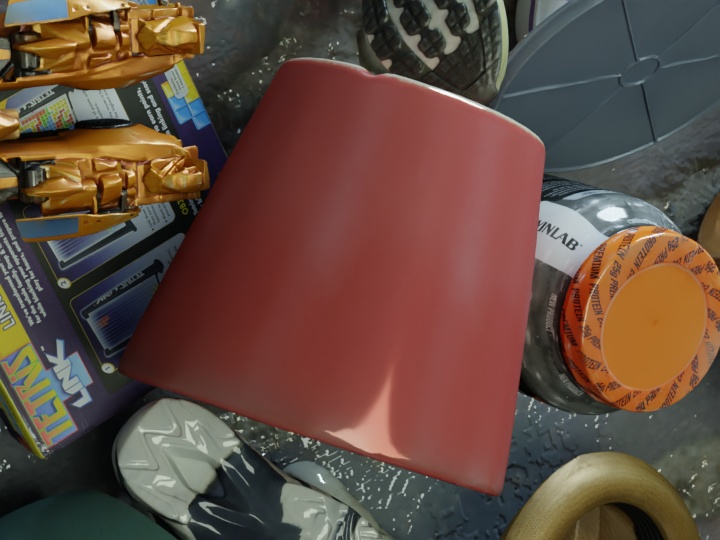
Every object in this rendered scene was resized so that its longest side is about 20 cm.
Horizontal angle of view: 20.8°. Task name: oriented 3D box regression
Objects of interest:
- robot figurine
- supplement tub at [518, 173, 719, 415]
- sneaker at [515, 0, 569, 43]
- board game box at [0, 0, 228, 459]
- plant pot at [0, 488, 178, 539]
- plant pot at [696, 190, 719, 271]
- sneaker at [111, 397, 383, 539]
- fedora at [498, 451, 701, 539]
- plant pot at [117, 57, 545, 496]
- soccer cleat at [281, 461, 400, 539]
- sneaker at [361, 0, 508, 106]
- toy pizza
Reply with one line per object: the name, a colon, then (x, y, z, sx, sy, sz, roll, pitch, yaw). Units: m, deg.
robot figurine: (-0.172, -0.074, 0.933, 0.200, 0.058, 0.145, -9, 105, -28)
supplement tub: (0.104, 0.009, 1.095, 0.122, 0.200, 0.123, -7, 104, -29)
sneaker: (0.179, -0.193, 1.146, 0.201, 0.114, 0.073, -51, 122, -9)
board game box: (-0.148, -0.029, 1.024, 0.165, 0.057, 0.200, -32, 115, -19)
plant pot: (-0.149, 0.212, 1.004, 0.161, 0.200, 0.201, -49, 121, -25)
plant pot: (0.307, -0.012, 1.226, 0.140, 0.200, 0.200, 42, 78, -14)
sneaker: (-0.054, 0.150, 1.067, 0.199, 0.130, 0.080, 35, 79, -4)
fedora: (0.128, 0.207, 1.216, 0.200, 0.082, 0.201, -5, 98, -37)
plant pot: (0.000, 0.000, 0.982, 0.200, 0.200, 0.178, 21, 85, -32)
soccer cleat: (0.007, 0.179, 1.160, 0.078, 0.069, 0.200, -39, 125, -23)
sneaker: (0.043, -0.152, 1.045, 0.077, 0.200, 0.089, -38, 138, 18)
toy pizza: (0.156, -0.127, 1.136, 0.200, 0.032, 0.200, -20, 154, -11)
